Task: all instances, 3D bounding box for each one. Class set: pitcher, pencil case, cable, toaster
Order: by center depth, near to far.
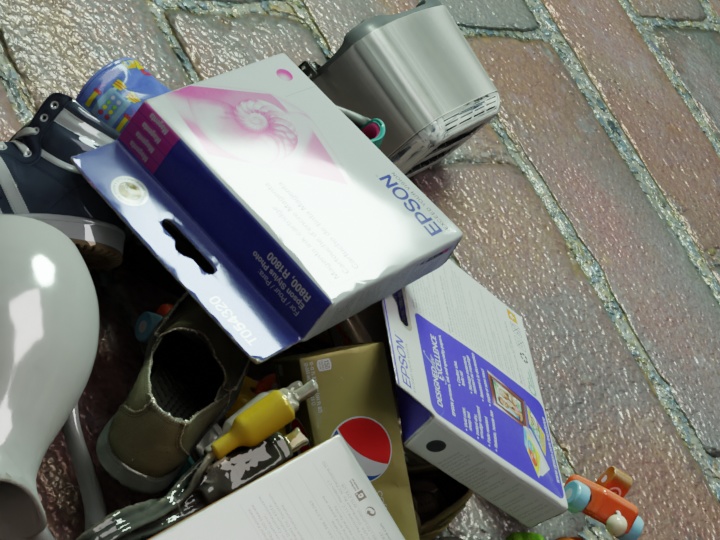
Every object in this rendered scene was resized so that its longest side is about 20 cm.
[{"bbox_3d":[-0.112,0.134,1.181,0.200,0.097,0.050,-27,76,-28],"label":"cable"},{"bbox_3d":[-0.217,0.081,1.200,0.172,0.121,0.200,42,41,-42],"label":"pitcher"},{"bbox_3d":[-0.130,-0.078,1.434,0.200,0.078,0.087,39,35,10],"label":"pencil case"},{"bbox_3d":[0.038,-0.161,1.701,0.129,0.114,0.200,54,33,5],"label":"toaster"}]

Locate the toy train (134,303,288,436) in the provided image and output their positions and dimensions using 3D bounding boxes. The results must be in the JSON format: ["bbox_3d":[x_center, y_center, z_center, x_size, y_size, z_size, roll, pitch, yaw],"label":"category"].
[{"bbox_3d":[-0.061,0.076,1.375,0.200,0.056,0.150,22,21,-36],"label":"toy train"}]

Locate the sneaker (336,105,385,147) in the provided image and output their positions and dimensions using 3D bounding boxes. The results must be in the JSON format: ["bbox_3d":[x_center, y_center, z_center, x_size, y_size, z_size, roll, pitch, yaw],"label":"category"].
[{"bbox_3d":[-0.011,-0.066,1.545,0.200,0.121,0.084,43,34,-6],"label":"sneaker"}]

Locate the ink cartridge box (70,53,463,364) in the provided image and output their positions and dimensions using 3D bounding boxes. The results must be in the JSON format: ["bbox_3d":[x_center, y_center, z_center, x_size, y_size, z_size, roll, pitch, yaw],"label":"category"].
[{"bbox_3d":[-0.060,-0.050,1.268,0.196,0.043,0.200,46,42,15],"label":"ink cartridge box"}]

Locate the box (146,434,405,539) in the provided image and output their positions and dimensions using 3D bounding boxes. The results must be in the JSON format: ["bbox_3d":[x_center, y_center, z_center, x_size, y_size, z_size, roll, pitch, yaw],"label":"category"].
[{"bbox_3d":[-0.086,0.200,1.147,0.200,0.124,0.098,-26,80,-37],"label":"box"}]

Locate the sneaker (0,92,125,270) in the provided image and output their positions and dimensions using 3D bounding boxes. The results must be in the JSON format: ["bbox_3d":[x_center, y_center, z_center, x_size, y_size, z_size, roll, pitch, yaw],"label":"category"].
[{"bbox_3d":[-0.253,-0.069,1.267,0.199,0.070,0.109,10,72,-10],"label":"sneaker"}]

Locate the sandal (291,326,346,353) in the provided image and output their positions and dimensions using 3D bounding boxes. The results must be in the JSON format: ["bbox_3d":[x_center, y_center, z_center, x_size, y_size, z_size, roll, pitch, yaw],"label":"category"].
[{"bbox_3d":[-0.036,0.034,1.476,0.200,0.055,0.082,38,35,-8],"label":"sandal"}]

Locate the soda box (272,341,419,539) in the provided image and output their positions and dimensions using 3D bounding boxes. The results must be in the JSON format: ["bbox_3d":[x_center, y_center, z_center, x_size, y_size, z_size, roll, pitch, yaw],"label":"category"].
[{"bbox_3d":[-0.005,0.152,1.282,0.064,0.068,0.201,-11,90,-19],"label":"soda box"}]

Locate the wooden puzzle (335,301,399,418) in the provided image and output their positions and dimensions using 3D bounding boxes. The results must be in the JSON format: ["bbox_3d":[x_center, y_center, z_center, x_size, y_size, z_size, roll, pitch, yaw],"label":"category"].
[{"bbox_3d":[0.000,0.000,1.414,0.200,0.037,0.185,63,23,-8],"label":"wooden puzzle"}]

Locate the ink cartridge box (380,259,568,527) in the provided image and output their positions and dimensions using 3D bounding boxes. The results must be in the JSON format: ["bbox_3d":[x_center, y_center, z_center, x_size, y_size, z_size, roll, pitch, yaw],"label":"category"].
[{"bbox_3d":[0.062,0.063,1.354,0.200,0.043,0.198,39,28,-36],"label":"ink cartridge box"}]

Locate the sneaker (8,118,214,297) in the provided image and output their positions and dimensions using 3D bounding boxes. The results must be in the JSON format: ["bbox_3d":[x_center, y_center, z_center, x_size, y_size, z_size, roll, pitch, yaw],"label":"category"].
[{"bbox_3d":[-0.187,-0.019,1.363,0.200,0.075,0.106,34,40,-3],"label":"sneaker"}]

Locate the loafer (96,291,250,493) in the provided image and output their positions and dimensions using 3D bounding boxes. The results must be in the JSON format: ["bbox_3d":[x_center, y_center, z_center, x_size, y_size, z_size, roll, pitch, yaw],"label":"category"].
[{"bbox_3d":[-0.108,0.066,1.241,0.075,0.070,0.200,33,36,-8],"label":"loafer"}]

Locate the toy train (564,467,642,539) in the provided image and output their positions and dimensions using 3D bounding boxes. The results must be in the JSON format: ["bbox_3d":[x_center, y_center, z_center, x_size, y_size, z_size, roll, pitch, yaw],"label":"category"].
[{"bbox_3d":[0.132,0.139,1.476,0.200,0.056,0.150,31,-4,-19],"label":"toy train"}]

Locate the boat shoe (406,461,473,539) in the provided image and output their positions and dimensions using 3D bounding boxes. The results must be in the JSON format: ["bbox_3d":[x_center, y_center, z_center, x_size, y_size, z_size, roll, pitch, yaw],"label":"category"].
[{"bbox_3d":[0.010,0.175,1.379,0.200,0.065,0.071,-13,66,-52],"label":"boat shoe"}]

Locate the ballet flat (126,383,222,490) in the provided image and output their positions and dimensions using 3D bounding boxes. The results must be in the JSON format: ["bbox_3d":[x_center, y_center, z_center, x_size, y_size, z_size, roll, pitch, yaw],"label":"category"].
[{"bbox_3d":[-0.090,0.156,1.285,0.064,0.067,0.200,-25,80,-31],"label":"ballet flat"}]

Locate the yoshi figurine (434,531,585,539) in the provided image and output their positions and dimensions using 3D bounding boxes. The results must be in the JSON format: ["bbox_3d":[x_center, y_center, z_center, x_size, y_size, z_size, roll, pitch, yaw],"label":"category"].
[{"bbox_3d":[0.109,0.242,1.385,0.200,0.112,0.113,10,57,-39],"label":"yoshi figurine"}]
